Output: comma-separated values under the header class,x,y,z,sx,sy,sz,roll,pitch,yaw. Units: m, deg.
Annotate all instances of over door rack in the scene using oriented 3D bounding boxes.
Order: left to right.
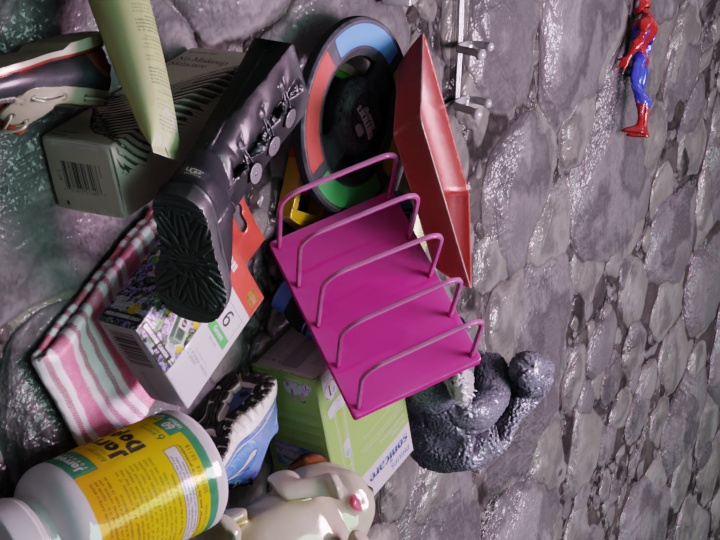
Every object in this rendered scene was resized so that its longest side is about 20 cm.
class,x,y,z,sx,sy,sz,roll,pitch,yaw
over door rack,0.097,-0.241,1.672,0.200,0.066,0.149,-21,117,-54

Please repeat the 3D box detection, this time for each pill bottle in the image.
class,x,y,z,sx,sy,sz,roll,pitch,yaw
pill bottle,-0.219,0.201,1.256,0.200,0.113,0.113,-22,119,-40

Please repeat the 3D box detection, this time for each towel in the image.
class,x,y,z,sx,sy,sz,roll,pitch,yaw
towel,-0.202,0.058,1.327,0.200,0.030,0.147,-56,141,-32

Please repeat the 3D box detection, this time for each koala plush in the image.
class,x,y,z,sx,sy,sz,roll,pitch,yaw
koala plush,0.093,0.124,1.695,0.184,0.177,0.200,-60,149,-10

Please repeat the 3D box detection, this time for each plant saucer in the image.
class,x,y,z,sx,sy,sz,roll,pitch,yaw
plant saucer,0.072,-0.111,1.523,0.200,0.037,0.200,-86,161,-57

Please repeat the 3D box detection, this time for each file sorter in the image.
class,x,y,z,sx,sy,sz,roll,pitch,yaw
file sorter,0.016,0.010,1.430,0.138,0.201,0.126,-23,161,-12

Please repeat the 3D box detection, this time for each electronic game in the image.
class,x,y,z,sx,sy,sz,roll,pitch,yaw
electronic game,-0.007,-0.157,1.517,0.200,0.041,0.201,-26,121,-53

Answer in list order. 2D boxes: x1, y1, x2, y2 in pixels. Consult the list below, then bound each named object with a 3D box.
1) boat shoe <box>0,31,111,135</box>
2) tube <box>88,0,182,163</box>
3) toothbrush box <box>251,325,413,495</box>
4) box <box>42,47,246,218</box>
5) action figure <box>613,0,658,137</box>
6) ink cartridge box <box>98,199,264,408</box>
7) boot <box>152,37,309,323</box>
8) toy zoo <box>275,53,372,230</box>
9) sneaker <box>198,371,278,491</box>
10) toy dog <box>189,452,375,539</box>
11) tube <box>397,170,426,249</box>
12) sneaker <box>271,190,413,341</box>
class,x,y,z,sx,sy,sz,roll,pitch,yaw
boat shoe,-0.259,-0.135,1.136,0.200,0.071,0.063,-33,123,-57
tube,-0.182,-0.182,1.179,0.058,0.052,0.201,-15,85,-40
toothbrush box,-0.026,0.147,1.584,0.146,0.086,0.201,-45,135,-42
box,-0.170,-0.120,1.272,0.200,0.082,0.069,-43,133,-45
action figure,0.400,-0.296,2.156,0.065,0.051,0.201,12,85,-64
ink cartridge box,-0.140,0.010,1.338,0.200,0.050,0.109,-56,139,-30
boot,-0.106,-0.076,1.264,0.165,0.065,0.200,98,12,-50
toy zoo,-0.030,-0.112,1.553,0.131,0.020,0.201,15,86,-58
sneaker,-0.134,0.187,1.433,0.200,0.078,0.089,-47,134,-41
toy dog,-0.065,0.263,1.451,0.200,0.194,0.140,-32,83,-40
tube,0.055,-0.054,1.654,0.052,0.058,0.201,14,94,-14
sneaker,0.000,0.000,1.549,0.200,0.078,0.070,-42,165,-27
